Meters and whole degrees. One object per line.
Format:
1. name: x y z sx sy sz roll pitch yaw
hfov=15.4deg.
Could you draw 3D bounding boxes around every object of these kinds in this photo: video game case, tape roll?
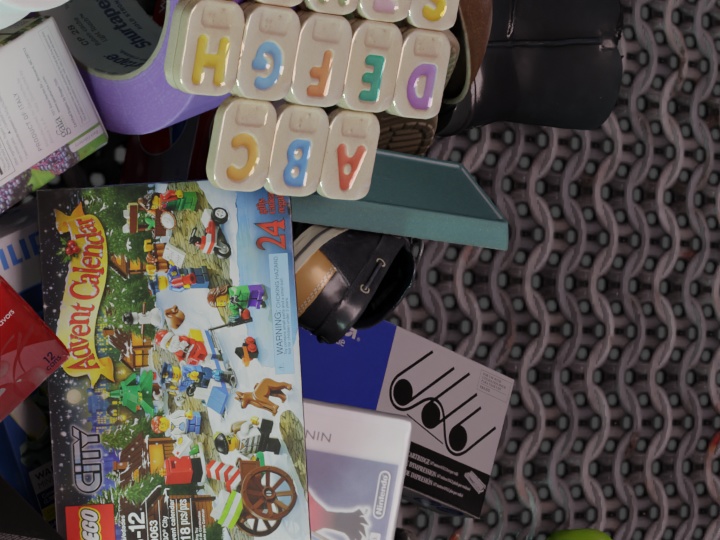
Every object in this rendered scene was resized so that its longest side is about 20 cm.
1. video game case: -0.075 0.164 1.469 0.181 0.023 0.201 10 87 -10
2. tape roll: -0.122 -0.177 1.431 0.065 0.200 0.201 -23 107 -37

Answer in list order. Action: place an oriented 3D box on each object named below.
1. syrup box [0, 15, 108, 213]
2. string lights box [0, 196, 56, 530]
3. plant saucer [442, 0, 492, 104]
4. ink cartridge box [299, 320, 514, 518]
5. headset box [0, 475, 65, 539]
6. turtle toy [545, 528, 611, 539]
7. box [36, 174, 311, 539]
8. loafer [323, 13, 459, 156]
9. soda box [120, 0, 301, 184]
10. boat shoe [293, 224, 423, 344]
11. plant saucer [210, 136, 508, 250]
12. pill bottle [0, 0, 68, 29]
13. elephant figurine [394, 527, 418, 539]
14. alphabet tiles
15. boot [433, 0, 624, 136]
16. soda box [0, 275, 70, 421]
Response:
1. syrup box: -0.240 -0.056 1.414 0.200 0.079 0.082 -38 115 -33
2. string lights box: -0.172 0.067 1.489 0.103 0.059 0.201 -28 109 -34
3. plant saucer: 0.026 -0.195 1.559 0.037 0.200 0.201 -28 111 -13
4. ink cartridge box: 0.005 0.080 1.651 0.200 0.044 0.094 25 74 -38
5. headset box: -0.239 0.218 1.381 0.148 0.075 0.201 -24 141 -37
6. turtle toy: 0.125 0.259 1.724 0.146 0.101 0.201 42 65 -35
7. box: -0.099 0.053 1.429 0.136 0.038 0.201 -4 89 -3
8. loafer: 0.008 -0.111 1.571 0.075 0.200 0.069 -12 70 -22
9. soda box: -0.083 -0.110 1.547 0.070 0.063 0.201 18 79 -42
10. boat shoe: 0.000 0.000 1.551 0.062 0.075 0.200 40 19 6
11. plant saucer: 0.006 -0.049 1.537 0.199 0.070 0.019 8 127 -45
12. pill bottle: -0.220 -0.174 1.347 0.114 0.200 0.115 -2 94 -41
13. elephant figurine: 0.032 0.221 1.549 0.200 0.154 0.142 39 55 -71
14. alphabet tiles: -0.019 -0.135 1.393 0.199 0.015 0.197 3 101 -47
15. boot: 0.089 -0.184 1.696 0.168 0.076 0.201 -9 92 -45
16. soda box: -0.249 0.081 1.374 0.200 0.070 0.063 -45 124 -7
